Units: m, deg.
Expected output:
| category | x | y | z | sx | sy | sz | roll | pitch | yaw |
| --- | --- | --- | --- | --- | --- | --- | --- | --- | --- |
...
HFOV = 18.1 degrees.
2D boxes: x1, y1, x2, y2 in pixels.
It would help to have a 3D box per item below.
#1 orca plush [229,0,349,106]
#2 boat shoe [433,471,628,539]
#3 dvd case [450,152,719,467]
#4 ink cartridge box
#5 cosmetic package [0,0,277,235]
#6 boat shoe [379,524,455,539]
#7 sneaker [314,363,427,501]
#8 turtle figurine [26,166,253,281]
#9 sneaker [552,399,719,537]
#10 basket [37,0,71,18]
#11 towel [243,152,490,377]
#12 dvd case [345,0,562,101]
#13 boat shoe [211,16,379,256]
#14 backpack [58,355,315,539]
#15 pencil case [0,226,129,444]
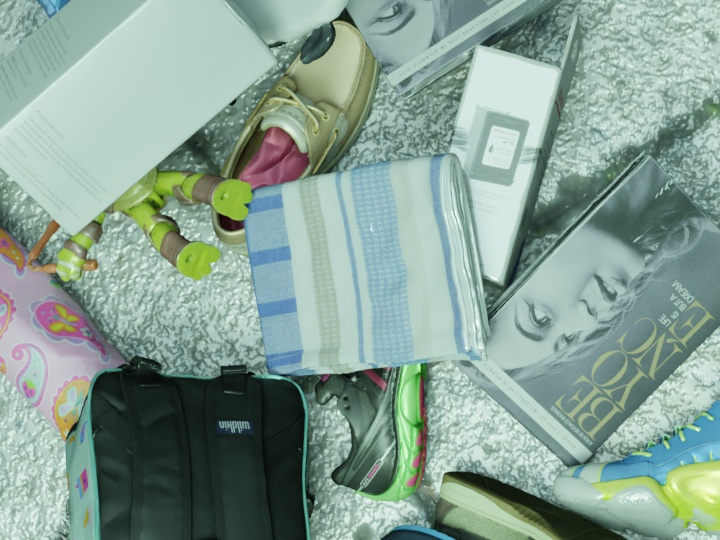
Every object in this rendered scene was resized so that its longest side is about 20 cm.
| category | x | y | z | sx | sy | sz | roll | pitch | yaw |
| --- | --- | --- | --- | --- | --- | --- | --- | --- | --- |
| orca plush | -0.047 | -0.194 | 1.682 | 0.105 | 0.071 | 0.200 | 50 | 129 | 16 |
| boat shoe | 0.133 | 0.207 | 1.620 | 0.201 | 0.072 | 0.066 | 25 | 105 | 37 |
| dvd case | 0.178 | 0.032 | 1.622 | 0.200 | 0.016 | 0.149 | -45 | 121 | 4 |
| ink cartridge box | 0.103 | -0.091 | 1.646 | 0.067 | 0.116 | 0.201 | 16 | 87 | 8 |
| cosmetic package | -0.173 | -0.136 | 1.614 | 0.200 | 0.113 | 0.081 | -40 | 38 | 3 |
| boat shoe | 0.072 | 0.241 | 1.602 | 0.069 | 0.084 | 0.200 | -43 | 37 | -22 |
| sneaker | 0.007 | 0.070 | 1.671 | 0.084 | 0.077 | 0.201 | 1 | 84 | 6 |
| turtle figurine | -0.157 | -0.067 | 1.679 | 0.161 | 0.064 | 0.200 | 25 | 69 | 38 |
| sneaker | 0.242 | 0.137 | 1.634 | 0.199 | 0.076 | 0.105 | 5 | 68 | 11 |
| basket | -0.239 | -0.203 | 1.707 | 0.200 | 0.139 | 0.177 | -34 | 80 | -3 |
| towel | 0.000 | 0.000 | 1.607 | 0.200 | 0.024 | 0.147 | -8 | 92 | 37 |
| dvd case | 0.050 | -0.238 | 1.683 | 0.149 | 0.016 | 0.200 | -32 | 59 | 6 |
| boat shoe | -0.049 | -0.102 | 1.699 | 0.074 | 0.069 | 0.200 | 28 | 90 | 11 |
| backpack | -0.124 | 0.182 | 1.610 | 0.175 | 0.153 | 0.200 | 6 | 47 | -20 |
| pencil case | -0.252 | 0.046 | 1.718 | 0.200 | 0.087 | 0.087 | 44 | 94 | 10 |
